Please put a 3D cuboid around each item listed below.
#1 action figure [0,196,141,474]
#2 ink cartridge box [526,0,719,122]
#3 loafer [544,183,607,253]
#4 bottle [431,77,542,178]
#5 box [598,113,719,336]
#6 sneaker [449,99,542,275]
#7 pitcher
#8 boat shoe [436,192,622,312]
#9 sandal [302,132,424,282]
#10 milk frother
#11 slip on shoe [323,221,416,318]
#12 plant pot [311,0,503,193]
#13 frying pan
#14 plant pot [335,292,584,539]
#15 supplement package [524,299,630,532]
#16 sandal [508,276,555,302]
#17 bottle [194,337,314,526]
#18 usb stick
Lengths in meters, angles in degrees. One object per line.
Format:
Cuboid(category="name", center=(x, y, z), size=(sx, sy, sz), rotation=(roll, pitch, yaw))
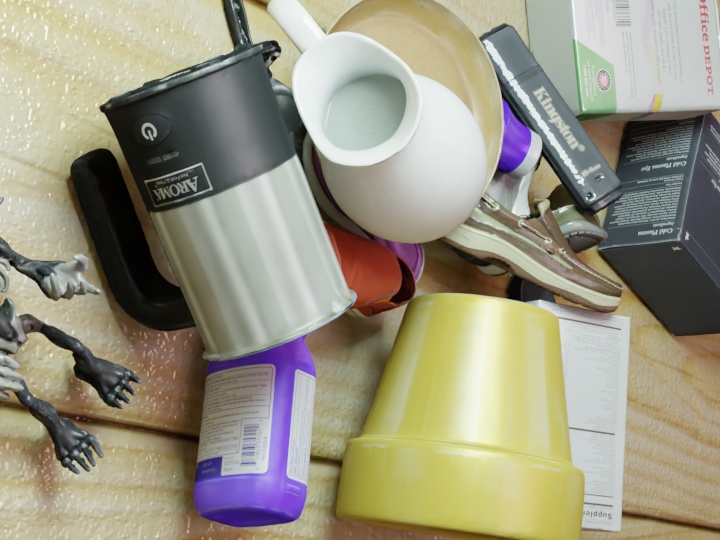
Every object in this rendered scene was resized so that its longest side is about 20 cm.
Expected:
Cuboid(category="action figure", center=(-0.219, 0.034, 0.870), size=(0.119, 0.102, 0.200), rotation=(-56, 128, -23))
Cuboid(category="ink cartridge box", center=(0.282, -0.233, 1.455), size=(0.200, 0.087, 0.146), rotation=(-6, 89, -28))
Cuboid(category="loafer", center=(0.200, -0.050, 1.369), size=(0.200, 0.075, 0.070), rotation=(0, 67, -78))
Cuboid(category="bottle", center=(0.073, -0.145, 1.223), size=(0.200, 0.065, 0.084), rotation=(28, 66, -26))
Cuboid(category="box", center=(0.377, -0.053, 1.574), size=(0.200, 0.104, 0.182), rotation=(42, 54, -38))
Cuboid(category="sneaker", center=(0.124, -0.100, 1.310), size=(0.079, 0.074, 0.201), rotation=(19, 71, -41))
Cuboid(category="pitcher", center=(0.010, -0.112, 1.015), size=(0.172, 0.121, 0.200), rotation=(56, 7, 24))
Cuboid(category="boat shoe", center=(0.156, -0.029, 1.241), size=(0.202, 0.075, 0.075), rotation=(24, 94, -14))
Cuboid(category="sandal", center=(0.016, -0.061, 1.177), size=(0.203, 0.050, 0.083), rotation=(52, 47, -44))
Cuboid(category="milk frother", center=(-0.082, -0.060, 0.981), size=(0.200, 0.180, 0.189), rotation=(-31, 106, -41))
Cuboid(category="slip on shoe", center=(0.000, 0.000, 1.101), size=(0.200, 0.061, 0.074), rotation=(31, 51, -72))
Cuboid(category="plant pot", center=(0.035, -0.130, 1.139), size=(0.200, 0.027, 0.201), rotation=(2, 86, -35))
Cuboid(category="frying pan", center=(-0.070, -0.140, 1.123), size=(0.115, 0.031, 0.191), rotation=(12, 78, -51))
Cuboid(category="plant pot", center=(0.089, 0.124, 1.133), size=(0.201, 0.200, 0.189), rotation=(20, 73, -47))
Cuboid(category="supplement package", center=(0.171, 0.139, 1.282), size=(0.114, 0.109, 0.201), rotation=(12, 77, -28))
Cuboid(category="sandal", center=(0.204, 0.094, 1.395), size=(0.075, 0.048, 0.201), rotation=(-39, 114, -45))
Cuboid(category="bottle", center=(-0.075, 0.087, 1.031), size=(0.065, 0.083, 0.201), rotation=(29, 56, -46))
Cuboid(category="usb stick", center=(0.175, -0.143, 1.291), size=(0.055, 0.033, 0.200), rotation=(-29, 83, -36))
